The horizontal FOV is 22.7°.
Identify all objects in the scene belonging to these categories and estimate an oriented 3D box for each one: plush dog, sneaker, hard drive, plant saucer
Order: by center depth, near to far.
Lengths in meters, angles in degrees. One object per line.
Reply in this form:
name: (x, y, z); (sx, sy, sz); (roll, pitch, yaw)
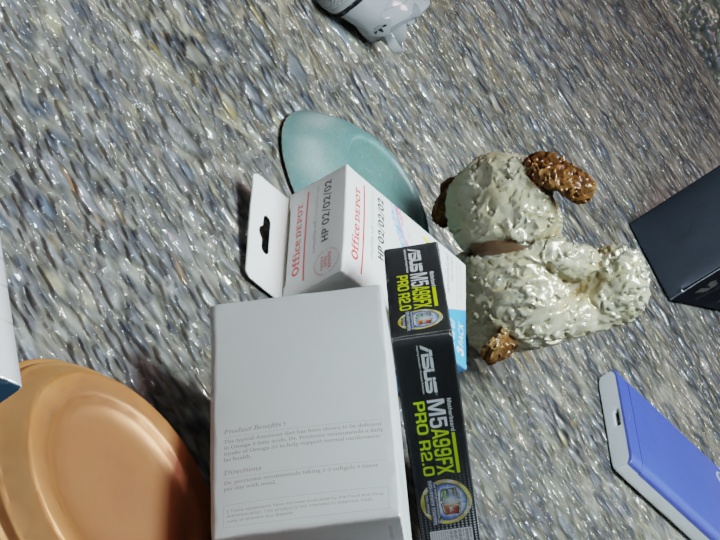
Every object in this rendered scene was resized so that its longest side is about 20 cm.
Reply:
plant saucer: (-0.148, 0.136, 1.050); (0.200, 0.037, 0.201); (43, 27, -28)
plush dog: (0.128, -0.017, 1.548); (0.160, 0.199, 0.173); (-17, 95, -52)
plant saucer: (0.009, -0.065, 1.581); (0.201, 0.039, 0.201); (41, 29, -29)
sneaker: (0.009, -0.309, 1.838); (0.115, 0.075, 0.201); (40, 34, -34)
hard drive: (0.319, 0.206, 1.843); (0.200, 0.025, 0.132); (42, 28, -30)

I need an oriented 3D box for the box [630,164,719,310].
box: (0.476, -0.051, 2.238); (0.200, 0.196, 0.118); (9, 51, -58)

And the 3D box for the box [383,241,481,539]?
box: (0.053, 0.102, 1.308); (0.160, 0.044, 0.201); (-91, 173, -68)

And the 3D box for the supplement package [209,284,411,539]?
supplement package: (-0.030, 0.122, 1.141); (0.200, 0.116, 0.118); (-94, 175, -47)

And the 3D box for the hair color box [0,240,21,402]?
hair color box: (-0.256, -0.018, 1.005); (0.100, 0.060, 0.201); (28, 36, -46)

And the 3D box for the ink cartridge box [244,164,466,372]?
ink cartridge box: (0.000, 0.000, 1.436); (0.200, 0.068, 0.116); (38, 38, -35)
